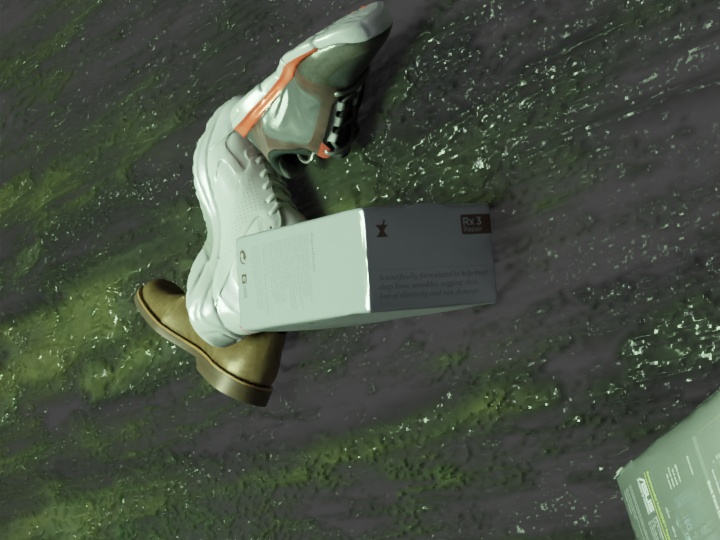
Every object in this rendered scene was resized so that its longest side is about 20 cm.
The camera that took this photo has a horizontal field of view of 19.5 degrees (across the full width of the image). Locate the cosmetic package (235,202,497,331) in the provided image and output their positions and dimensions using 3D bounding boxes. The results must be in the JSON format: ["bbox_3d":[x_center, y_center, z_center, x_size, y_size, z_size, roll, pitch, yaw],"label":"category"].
[{"bbox_3d":[0.000,0.000,1.436,0.200,0.102,0.074,-8,86,63],"label":"cosmetic package"}]

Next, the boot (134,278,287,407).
[{"bbox_3d":[-0.117,0.038,1.711,0.200,0.074,0.076,34,103,52],"label":"boot"}]

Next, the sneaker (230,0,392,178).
[{"bbox_3d":[-0.019,-0.126,1.518,0.082,0.077,0.200,56,148,1],"label":"sneaker"}]

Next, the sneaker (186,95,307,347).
[{"bbox_3d":[-0.073,-0.042,1.616,0.099,0.078,0.200,-9,73,34],"label":"sneaker"}]

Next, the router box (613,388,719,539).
[{"bbox_3d":[0.219,0.160,1.078,0.150,0.062,0.200,-51,49,53],"label":"router box"}]
